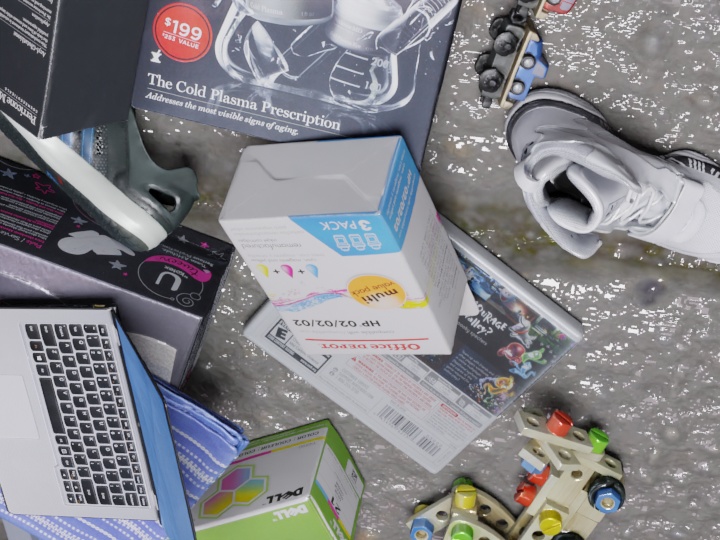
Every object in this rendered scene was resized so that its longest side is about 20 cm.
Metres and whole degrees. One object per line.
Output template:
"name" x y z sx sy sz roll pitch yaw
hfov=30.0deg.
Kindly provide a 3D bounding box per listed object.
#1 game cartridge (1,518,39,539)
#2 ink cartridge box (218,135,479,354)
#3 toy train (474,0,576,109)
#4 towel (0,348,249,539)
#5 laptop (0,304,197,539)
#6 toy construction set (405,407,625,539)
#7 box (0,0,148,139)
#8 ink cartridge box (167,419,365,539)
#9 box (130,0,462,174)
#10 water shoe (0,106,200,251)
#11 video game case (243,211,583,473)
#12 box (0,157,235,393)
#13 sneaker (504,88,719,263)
"game cartridge" -0.238 0.232 1.166 0.133 0.040 0.200 -7 106 19
"ink cartridge box" 0.000 0.000 0.921 0.115 0.068 0.200 -1 144 23
"toy train" 0.126 -0.193 0.888 0.046 0.034 0.200 14 121 -13
"towel" -0.191 0.151 1.012 0.145 0.024 0.200 33 120 -11
"laptop" -0.193 0.131 0.924 0.199 0.116 0.188 0 120 12
"toy construction set" 0.132 0.177 1.067 0.131 0.092 0.200 26 131 -5
"box" -0.229 -0.195 0.867 0.200 0.079 0.141 36 123 28
"ink cartridge box" -0.088 0.221 1.059 0.148 0.200 0.076 -18 115 18
"box" -0.034 -0.184 0.878 0.199 0.104 0.182 13 119 2
"water shoe" -0.203 -0.102 0.983 0.200 0.072 0.079 45 75 0
"video game case" 0.039 0.046 1.043 0.200 0.023 0.182 37 119 -11
"box" -0.216 0.025 1.020 0.200 0.115 0.132 21 120 -2
"sneaker" 0.185 -0.043 0.913 0.200 0.115 0.075 28 120 -7
